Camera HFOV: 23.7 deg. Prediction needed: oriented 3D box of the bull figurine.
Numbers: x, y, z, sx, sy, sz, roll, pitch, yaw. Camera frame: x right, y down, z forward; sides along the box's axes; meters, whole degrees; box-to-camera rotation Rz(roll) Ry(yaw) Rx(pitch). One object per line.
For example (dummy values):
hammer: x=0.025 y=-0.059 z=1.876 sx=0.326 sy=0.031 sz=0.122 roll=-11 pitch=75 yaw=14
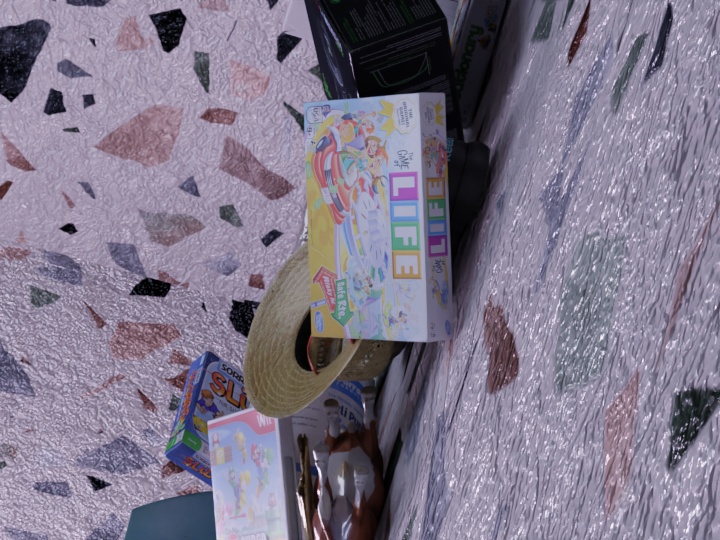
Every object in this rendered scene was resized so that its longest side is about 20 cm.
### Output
bull figurine: x=-0.011 y=0.183 z=1.558 sx=0.200 sy=0.065 sz=0.122 roll=-91 pitch=-1 yaw=-58

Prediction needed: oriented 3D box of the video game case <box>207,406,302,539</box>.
video game case: x=-0.099 y=0.232 z=1.621 sx=0.143 sy=0.017 sz=0.201 roll=-22 pitch=70 yaw=55

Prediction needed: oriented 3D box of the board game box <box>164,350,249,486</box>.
board game box: x=-0.110 y=0.194 z=1.849 sx=0.034 sy=0.200 sz=0.136 roll=-38 pitch=27 yaw=35

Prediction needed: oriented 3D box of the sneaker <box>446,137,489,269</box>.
sneaker: x=0.052 y=-0.033 z=1.484 sx=0.076 sy=0.079 sz=0.201 roll=-83 pitch=8 yaw=-57

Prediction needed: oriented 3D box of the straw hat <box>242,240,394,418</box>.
straw hat: x=-0.014 y=0.060 z=1.570 sx=0.201 sy=0.085 sz=0.202 roll=-35 pitch=41 yaw=38

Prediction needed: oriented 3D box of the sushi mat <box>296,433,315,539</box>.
sushi mat: x=-0.043 y=0.259 z=1.605 sx=0.096 sy=0.012 sz=0.201 roll=-91 pitch=-5 yaw=-60

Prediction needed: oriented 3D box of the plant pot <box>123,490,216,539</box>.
plant pot: x=-0.163 y=0.335 z=1.915 sx=0.142 sy=0.199 sz=0.142 roll=-81 pitch=-7 yaw=-50

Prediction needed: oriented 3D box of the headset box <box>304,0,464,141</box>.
headset box: x=0.019 y=-0.188 z=1.556 sx=0.200 sy=0.092 sz=0.174 roll=77 pitch=171 yaw=-48

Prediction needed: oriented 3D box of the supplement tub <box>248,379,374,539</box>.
supplement tub: x=-0.058 y=0.182 z=1.757 sx=0.132 sy=0.131 sz=0.201 roll=111 pitch=172 yaw=-47

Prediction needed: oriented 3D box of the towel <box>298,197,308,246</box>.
towel: x=-0.020 y=-0.086 z=1.773 sx=0.200 sy=0.034 sz=0.133 roll=1 pitch=-83 yaw=-75

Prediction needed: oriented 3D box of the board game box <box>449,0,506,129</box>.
board game box: x=0.113 y=-0.246 z=1.657 sx=0.126 sy=0.034 sz=0.201 roll=-93 pitch=18 yaw=-75

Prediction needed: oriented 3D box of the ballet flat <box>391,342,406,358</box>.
ballet flat: x=0.000 y=0.000 z=1.639 sx=0.067 sy=0.068 sz=0.201 roll=-46 pitch=-59 yaw=-59

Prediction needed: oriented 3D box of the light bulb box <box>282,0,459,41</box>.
light bulb box: x=0.039 y=-0.336 z=1.808 sx=0.125 sy=0.197 sz=0.201 roll=122 pitch=163 yaw=-66

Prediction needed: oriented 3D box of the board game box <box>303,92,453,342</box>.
board game box: x=0.014 y=-0.044 z=1.425 sx=0.134 sy=0.034 sz=0.201 roll=0 pitch=93 yaw=43
